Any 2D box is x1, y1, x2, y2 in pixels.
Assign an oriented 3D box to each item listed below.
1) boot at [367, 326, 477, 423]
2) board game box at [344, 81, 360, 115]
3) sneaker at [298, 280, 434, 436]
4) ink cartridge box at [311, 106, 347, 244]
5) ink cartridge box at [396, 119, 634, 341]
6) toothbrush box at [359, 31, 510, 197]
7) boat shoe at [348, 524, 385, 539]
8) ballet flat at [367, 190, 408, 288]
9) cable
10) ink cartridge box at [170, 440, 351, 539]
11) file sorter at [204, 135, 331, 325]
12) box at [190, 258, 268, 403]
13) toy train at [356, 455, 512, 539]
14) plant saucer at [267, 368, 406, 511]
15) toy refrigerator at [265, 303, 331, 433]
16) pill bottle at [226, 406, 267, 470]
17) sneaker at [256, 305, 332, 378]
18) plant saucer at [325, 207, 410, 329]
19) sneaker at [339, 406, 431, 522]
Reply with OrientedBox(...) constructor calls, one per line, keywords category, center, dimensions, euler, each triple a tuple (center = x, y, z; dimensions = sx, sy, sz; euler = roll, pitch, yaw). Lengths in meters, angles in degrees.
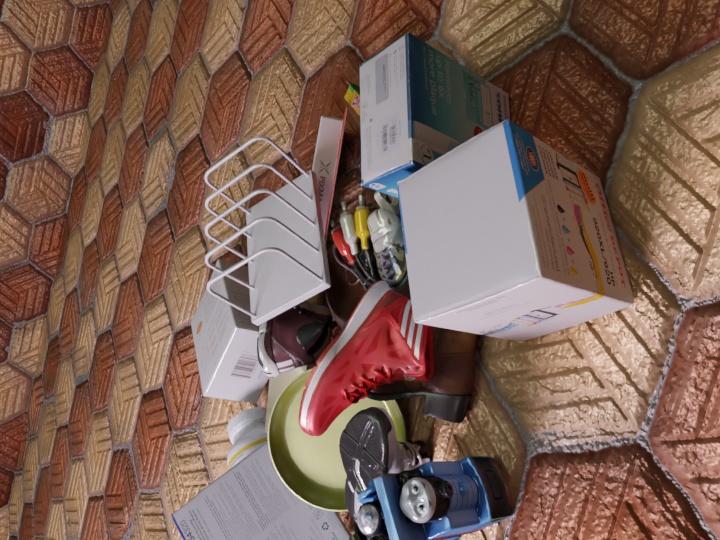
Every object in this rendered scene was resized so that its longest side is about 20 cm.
OrientedBox(category="boot", center=(0.067, 0.066, 0.743), dimensions=(0.183, 0.068, 0.208), euler=(12, 93, 24))
OrientedBox(category="board game box", center=(0.049, -0.203, 0.839), dimensions=(0.030, 0.094, 0.202), euler=(-53, 47, 27))
OrientedBox(category="sneaker", center=(0.015, 0.123, 0.689), dimensions=(0.114, 0.078, 0.204), euler=(29, 89, 25))
OrientedBox(category="ink cartridge box", center=(-0.059, -0.139, 0.926), dimensions=(0.174, 0.042, 0.208), euler=(180, 99, -87))
OrientedBox(category="ink cartridge box", center=(0.157, -0.026, 0.600), dimensions=(0.143, 0.196, 0.152), euler=(-24, 64, 40))
OrientedBox(category="toothbrush box", center=(0.095, -0.159, 0.699), dimensions=(0.084, 0.196, 0.152), euler=(-13, 72, 44))
OrientedBox(category="boat shoe", center=(0.046, 0.395, 0.744), dimensions=(0.198, 0.070, 0.063), euler=(14, 93, 49))
OrientedBox(category="ballet flat", center=(0.041, -0.070, 0.783), dimensions=(0.071, 0.071, 0.205), euler=(-29, 35, 42))
OrientedBox(category="cable", center=(0.000, 0.000, 0.837), dimensions=(0.096, 0.049, 0.206), euler=(-36, 57, 36))
OrientedBox(category="ink cartridge box", center=(-0.135, 0.370, 0.838), dimensions=(0.199, 0.197, 0.043), euler=(54, 162, 12))
OrientedBox(category="file sorter", center=(-0.140, -0.058, 0.833), dimensions=(0.136, 0.124, 0.205), euler=(-26, 54, 23))
OrientedBox(category="box", center=(-0.223, 0.107, 1.066), dimensions=(0.155, 0.104, 0.202), euler=(-60, 34, 23))
OrientedBox(category="toy train", center=(0.081, 0.254, 0.643), dimensions=(0.113, 0.198, 0.089), euler=(-36, 56, 24))
OrientedBox(category="plant saucer", center=(-0.032, 0.229, 0.822), dimensions=(0.192, 0.031, 0.208), euler=(1, 95, 6))
OrientedBox(category="toy refrigerator", center=(-0.098, 0.159, 0.954), dimensions=(0.074, 0.069, 0.208), euler=(-1, 81, 30))
OrientedBox(category="pill bottle", center=(-0.155, 0.333, 0.961), dimensions=(0.113, 0.110, 0.203), euler=(-51, 48, 29))
OrientedBox(category="sneaker", center=(-0.100, 0.059, 0.904), dimensions=(0.111, 0.076, 0.206), euler=(-9, 63, 3))
OrientedBox(category="plant saucer", center=(0.000, 0.002, 0.903), dimensions=(0.197, 0.036, 0.208), euler=(-13, 73, 47))
OrientedBox(category="sneaker", center=(0.037, 0.223, 0.735), dimensions=(0.075, 0.114, 0.206), euler=(33, 136, 33))
